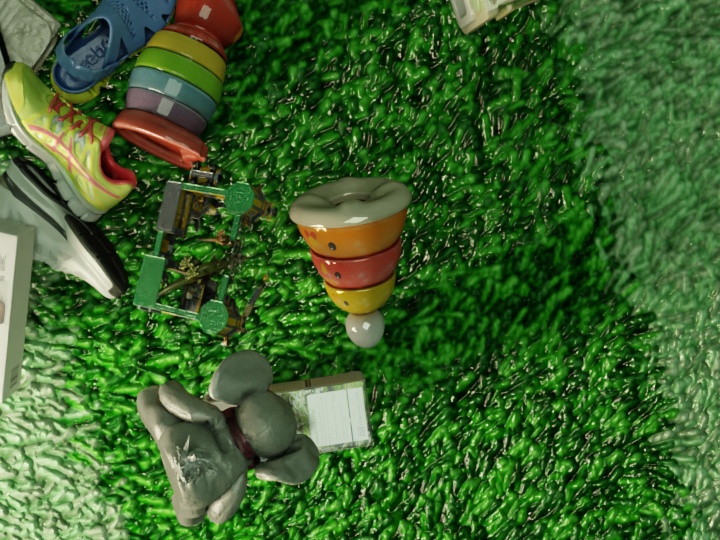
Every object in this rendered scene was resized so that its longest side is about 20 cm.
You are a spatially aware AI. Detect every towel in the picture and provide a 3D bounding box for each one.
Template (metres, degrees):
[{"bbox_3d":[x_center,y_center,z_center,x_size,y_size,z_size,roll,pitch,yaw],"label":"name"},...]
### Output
[{"bbox_3d":[-0.450,-0.246,1.143,0.132,0.034,0.201,40,90,-6],"label":"towel"}]

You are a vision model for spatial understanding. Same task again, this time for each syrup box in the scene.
[{"bbox_3d":[-0.088,0.178,1.182,0.196,0.081,0.080,-8,93,-3],"label":"syrup box"}]

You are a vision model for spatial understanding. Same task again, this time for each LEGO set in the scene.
[{"bbox_3d":[-0.167,-0.013,1.140,0.151,0.116,0.204,2,81,19],"label":"LEGO set"}]

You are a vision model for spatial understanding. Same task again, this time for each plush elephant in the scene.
[{"bbox_3d":[-0.138,0.179,1.065,0.153,0.200,0.167,-21,90,-21],"label":"plush elephant"}]

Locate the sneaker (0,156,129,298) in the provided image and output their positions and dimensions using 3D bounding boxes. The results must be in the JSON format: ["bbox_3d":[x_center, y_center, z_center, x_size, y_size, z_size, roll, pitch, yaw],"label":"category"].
[{"bbox_3d":[-0.368,-0.022,1.154,0.115,0.076,0.201,-43,89,6],"label":"sneaker"}]

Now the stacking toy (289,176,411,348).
[{"bbox_3d":[0.000,0.000,1.174,0.143,0.146,0.204,-11,110,-6],"label":"stacking toy"}]

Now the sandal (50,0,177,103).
[{"bbox_3d":[-0.282,-0.277,1.135,0.079,0.087,0.201,38,87,-5],"label":"sandal"}]

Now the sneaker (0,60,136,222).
[{"bbox_3d":[-0.323,-0.155,1.113,0.089,0.079,0.201,-21,124,16],"label":"sneaker"}]

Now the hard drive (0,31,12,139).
[{"bbox_3d":[-0.488,-0.199,1.110,0.197,0.033,0.142,-17,95,-4],"label":"hard drive"}]

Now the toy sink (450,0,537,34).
[{"bbox_3d":[0.156,-0.353,1.157,0.197,0.130,0.114,-21,96,-6],"label":"toy sink"}]

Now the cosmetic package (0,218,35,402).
[{"bbox_3d":[-0.456,0.034,1.116,0.148,0.052,0.204,13,107,4],"label":"cosmetic package"}]

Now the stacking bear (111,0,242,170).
[{"bbox_3d":[-0.199,-0.235,1.139,0.112,0.121,0.203,23,81,-14],"label":"stacking bear"}]
